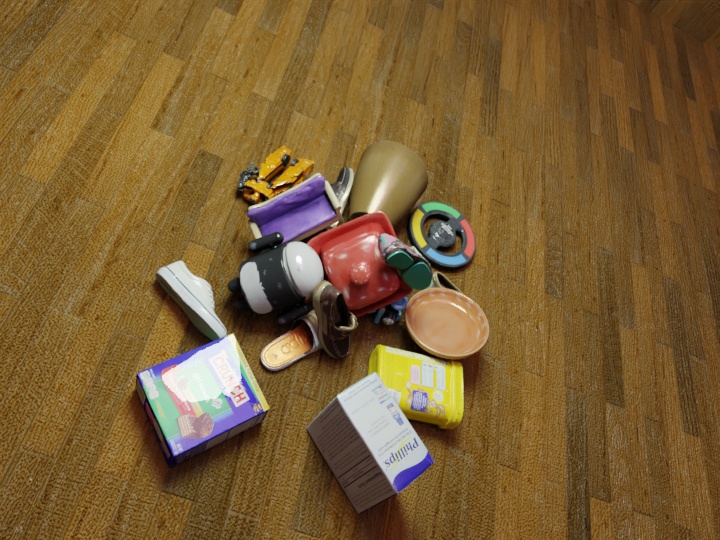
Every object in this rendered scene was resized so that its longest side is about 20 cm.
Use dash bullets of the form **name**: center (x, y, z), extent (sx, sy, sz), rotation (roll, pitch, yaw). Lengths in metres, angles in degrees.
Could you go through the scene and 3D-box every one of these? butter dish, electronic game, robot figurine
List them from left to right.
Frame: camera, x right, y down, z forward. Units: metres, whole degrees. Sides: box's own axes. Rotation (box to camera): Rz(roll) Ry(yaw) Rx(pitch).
- **robot figurine**: center (-0.201, -0.216, 1.471), extent (0.143, 0.059, 0.201), rotation (28, 52, 14)
- **robot figurine**: center (-0.173, 0.018, 1.276), extent (0.196, 0.151, 0.126), rotation (-21, 43, 12)
- **butter dish**: center (0.000, 0.000, 1.298), extent (0.196, 0.148, 0.204), rotation (-22, 98, 2)
- **electronic game**: center (0.216, -0.095, 1.612), extent (0.196, 0.042, 0.204), rotation (12, 57, -18)

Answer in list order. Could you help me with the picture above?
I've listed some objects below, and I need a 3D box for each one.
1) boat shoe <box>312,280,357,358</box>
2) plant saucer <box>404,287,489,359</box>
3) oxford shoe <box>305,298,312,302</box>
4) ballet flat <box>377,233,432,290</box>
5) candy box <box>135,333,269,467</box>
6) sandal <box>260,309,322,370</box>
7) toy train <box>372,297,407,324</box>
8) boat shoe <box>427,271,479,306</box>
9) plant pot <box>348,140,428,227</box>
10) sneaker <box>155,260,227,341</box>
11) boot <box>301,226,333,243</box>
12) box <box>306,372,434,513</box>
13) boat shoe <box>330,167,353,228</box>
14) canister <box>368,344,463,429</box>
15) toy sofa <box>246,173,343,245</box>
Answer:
- **boat shoe**: center (-0.044, 0.113, 1.276), extent (0.071, 0.203, 0.072), rotation (18, 44, 33)
- **plant saucer**: center (0.195, 0.125, 1.404), extent (0.195, 0.038, 0.203), rotation (6, 45, -6)
- **oxford shoe**: center (-0.155, -0.027, 1.380), extent (0.071, 0.073, 0.201), rotation (-33, 77, -33)
- **ballet flat**: center (0.093, -0.025, 1.269), extent (0.199, 0.068, 0.072), rotation (36, 28, -54)
- **candy box**: center (-0.295, 0.239, 1.154), extent (0.197, 0.077, 0.171), rotation (-21, 71, -34)
- **sandal**: center (-0.120, 0.142, 1.304), extent (0.205, 0.059, 0.079), rotation (-34, 79, -36)
- **toy train**: center (0.059, 0.030, 1.443), extent (0.112, 0.087, 0.203), rotation (17, 57, -3)
- **boat shoe**: center (0.237, 0.089, 1.497), extent (0.199, 0.063, 0.073), rotation (42, 52, 3)
- **plant pot**: center (0.050, -0.176, 1.496), extent (0.184, 0.187, 0.202), rotation (29, 55, -5)
- **sneaker**: center (-0.329, 0.056, 1.250), extent (0.071, 0.073, 0.200), rotation (-38, 80, -31)
- **boot**: center (-0.097, -0.096, 1.423), extent (0.196, 0.076, 0.074), rotation (19, 35, -2)
- **box**: center (0.013, 0.332, 1.175), extent (0.104, 0.184, 0.202), rotation (-25, 73, -35)
- **boat shoe**: center (-0.067, -0.182, 1.516), extent (0.064, 0.072, 0.203), rotation (24, 60, -15)
- **canister**: center (0.117, 0.250, 1.333), extent (0.196, 0.087, 0.151), rotation (15, 56, -14)
- **toy sofa**: center (-0.141, -0.116, 1.332), extent (0.197, 0.098, 0.084), rotation (-27, 59, -4)
